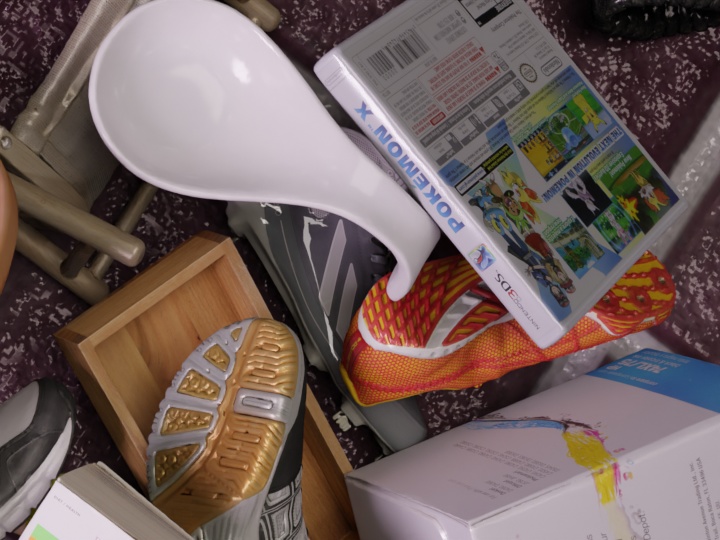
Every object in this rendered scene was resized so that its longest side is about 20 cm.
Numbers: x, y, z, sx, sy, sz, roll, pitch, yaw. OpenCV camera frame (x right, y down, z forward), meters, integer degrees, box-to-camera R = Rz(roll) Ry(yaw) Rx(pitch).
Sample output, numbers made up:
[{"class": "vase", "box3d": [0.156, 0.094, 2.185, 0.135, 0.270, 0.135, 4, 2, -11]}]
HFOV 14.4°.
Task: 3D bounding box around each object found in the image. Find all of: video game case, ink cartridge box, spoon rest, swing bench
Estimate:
[{"class": "video game case", "box3d": [0.078, -0.068, 1.481, 0.182, 0.022, 0.200, 51, 32, 0]}, {"class": "ink cartridge box", "box3d": [0.122, 0.150, 1.497, 0.200, 0.146, 0.147, -20, 106, -23]}, {"class": "spoon rest", "box3d": [-0.042, -0.059, 1.401, 0.200, 0.061, 0.099, 34, 71, -14]}, {"class": "swing bench", "box3d": [-0.160, -0.123, 1.478, 0.200, 0.130, 0.199, 33, 73, -6]}]

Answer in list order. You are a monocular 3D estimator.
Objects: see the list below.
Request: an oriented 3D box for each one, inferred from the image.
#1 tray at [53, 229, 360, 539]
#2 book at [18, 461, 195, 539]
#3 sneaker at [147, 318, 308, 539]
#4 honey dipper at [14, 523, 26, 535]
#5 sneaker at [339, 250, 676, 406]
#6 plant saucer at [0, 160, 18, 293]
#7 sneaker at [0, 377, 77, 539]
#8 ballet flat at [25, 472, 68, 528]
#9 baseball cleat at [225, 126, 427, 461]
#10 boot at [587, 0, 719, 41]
[{"class": "tray", "box3d": [-0.070, 0.089, 1.488, 0.099, 0.037, 0.200, -36, 115, -21]}, {"class": "book", "box3d": [-0.137, 0.213, 1.379, 0.134, 0.048, 0.200, 38, 108, 12]}, {"class": "sneaker", "box3d": [-0.060, 0.125, 1.440, 0.088, 0.076, 0.200, 15, 87, -54]}, {"class": "honey dipper", "box3d": [-0.189, 0.124, 1.476, 0.200, 0.038, 0.038, 24, 75, -17]}, {"class": "sneaker", "box3d": [0.076, 0.023, 1.510, 0.200, 0.077, 0.073, -8, 60, -26]}, {"class": "plant saucer", "box3d": [-0.245, 0.014, 1.338, 0.200, 0.200, 0.037, -51, 134, -19]}, {"class": "sneaker", "box3d": [-0.228, 0.116, 1.408, 0.200, 0.074, 0.080, -39, 109, 2]}, {"class": "ballet flat", "box3d": [-0.140, 0.205, 1.439, 0.067, 0.067, 0.200, -2, 95, 10]}, {"class": "baseball cleat", "box3d": [0.000, 0.000, 1.529, 0.106, 0.070, 0.200, -32, 93, 5]}, {"class": "boot", "box3d": [0.119, -0.212, 1.608, 0.211, 0.079, 0.158, -1, 82, -20]}]
